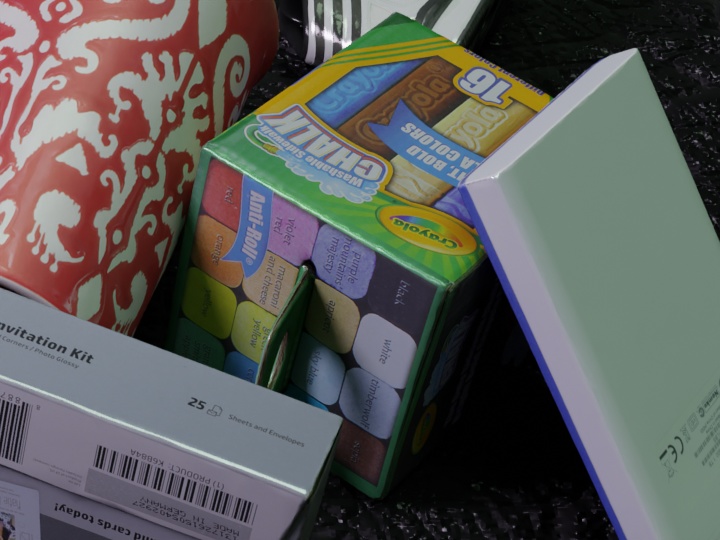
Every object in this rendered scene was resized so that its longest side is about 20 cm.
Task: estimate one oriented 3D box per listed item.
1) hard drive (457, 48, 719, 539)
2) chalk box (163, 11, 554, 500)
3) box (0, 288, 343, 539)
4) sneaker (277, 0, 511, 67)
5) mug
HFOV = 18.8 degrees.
[{"bbox_3d":[0.119,0.024,0.908,0.025,0.201,0.132,-14,18,40],"label":"hard drive"},{"bbox_3d":[0.000,0.000,0.927,0.124,0.125,0.200,31,39,19],"label":"chalk box"},{"bbox_3d":[-0.101,0.102,0.704,0.155,0.201,0.041,20,38,5],"label":"box"},{"bbox_3d":[0.023,-0.165,1.176,0.115,0.076,0.201,23,41,7],"label":"sneaker"},{"bbox_3d":[-0.134,-0.037,0.931,0.133,0.177,0.201,30,52,-15],"label":"mug"}]
